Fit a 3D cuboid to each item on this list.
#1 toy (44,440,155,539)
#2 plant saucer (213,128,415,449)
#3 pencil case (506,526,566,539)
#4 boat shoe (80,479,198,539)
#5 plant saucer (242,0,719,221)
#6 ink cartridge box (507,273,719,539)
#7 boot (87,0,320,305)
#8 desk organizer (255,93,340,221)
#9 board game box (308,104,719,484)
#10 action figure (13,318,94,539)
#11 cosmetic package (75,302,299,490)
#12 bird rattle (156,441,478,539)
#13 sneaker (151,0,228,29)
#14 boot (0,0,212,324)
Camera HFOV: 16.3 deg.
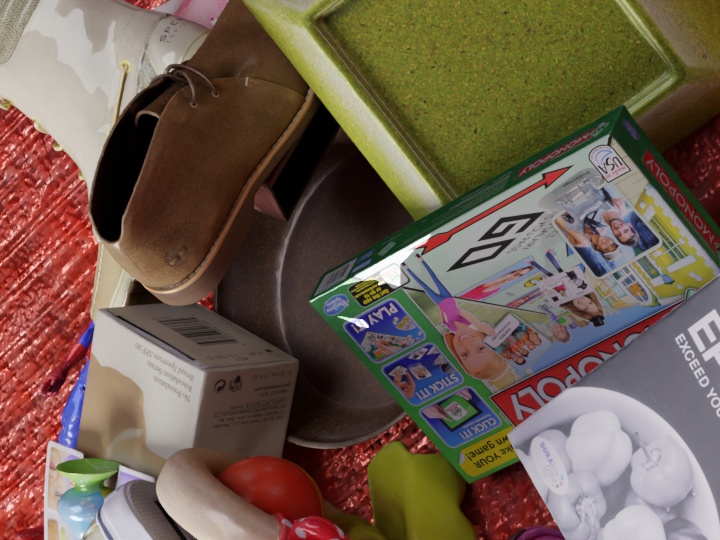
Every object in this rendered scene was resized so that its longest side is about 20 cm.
[{"bbox_3d":[-0.157,0.202,1.371,0.115,0.047,0.201,12,100,52],"label":"toy"},{"bbox_3d":[0.000,0.000,1.386,0.200,0.037,0.201,-11,74,42],"label":"plant saucer"},{"bbox_3d":[0.052,0.223,1.256,0.094,0.091,0.200,46,117,13],"label":"pencil case"},{"bbox_3d":[-0.077,0.197,1.277,0.062,0.072,0.200,-50,60,24],"label":"boat shoe"},{"bbox_3d":[0.068,-0.115,1.238,0.200,0.048,0.200,-36,99,20],"label":"plant saucer"},{"bbox_3d":[0.190,0.106,1.153,0.200,0.043,0.198,-40,68,29],"label":"ink cartridge box"},{"bbox_3d":[-0.075,-0.087,1.286,0.073,0.075,0.200,8,69,40],"label":"boot"},{"bbox_3d":[-0.007,-0.122,1.354,0.077,0.072,0.200,23,80,44],"label":"desk organizer"},{"bbox_3d":[0.090,0.017,1.241,0.200,0.135,0.029,-30,19,35],"label":"board game box"},{"bbox_3d":[-0.157,0.073,1.511,0.065,0.052,0.201,16,89,48],"label":"action figure"},{"bbox_3d":[-0.107,0.128,1.401,0.105,0.071,0.201,25,111,44],"label":"cosmetic package"},{"bbox_3d":[-0.033,0.143,1.271,0.163,0.200,0.113,27,105,19],"label":"bird rattle"},{"bbox_3d":[-0.085,-0.111,1.457,0.200,0.075,0.105,-22,65,51],"label":"sneaker"},{"bbox_3d":[-0.156,-0.072,1.424,0.154,0.072,0.200,28,120,19],"label":"boot"}]
